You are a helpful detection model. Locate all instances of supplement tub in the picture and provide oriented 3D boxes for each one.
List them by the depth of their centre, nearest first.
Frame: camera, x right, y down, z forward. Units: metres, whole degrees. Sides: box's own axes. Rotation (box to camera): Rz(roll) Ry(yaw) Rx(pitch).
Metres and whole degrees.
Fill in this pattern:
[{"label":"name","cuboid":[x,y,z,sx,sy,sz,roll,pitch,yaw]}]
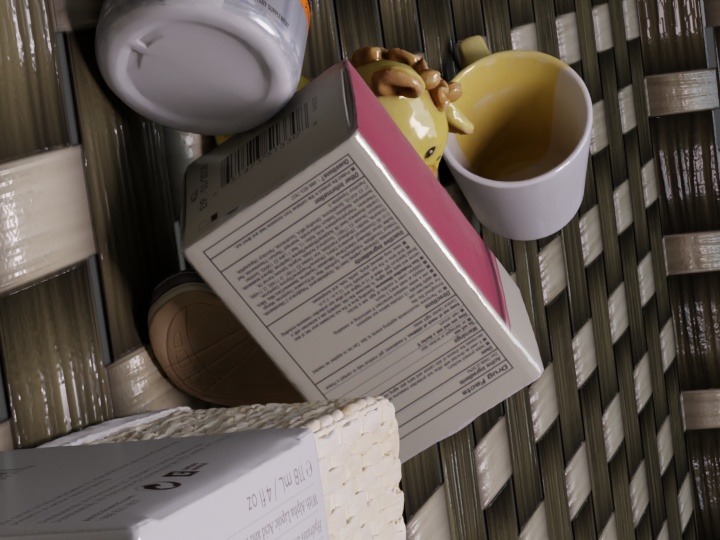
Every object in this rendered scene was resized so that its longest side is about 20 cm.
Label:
[{"label":"supplement tub","cuboid":[-0.083,-0.192,1.143,0.123,0.121,0.202,62,29,-50]}]

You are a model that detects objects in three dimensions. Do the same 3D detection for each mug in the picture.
[{"label":"mug","cuboid":[0.157,-0.122,1.838,0.154,0.148,0.188,69,29,-59]}]

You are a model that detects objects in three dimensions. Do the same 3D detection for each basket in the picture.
[{"label":"basket","cuboid":[-0.069,0.176,1.031,0.200,0.159,0.201,-12,96,-73]}]

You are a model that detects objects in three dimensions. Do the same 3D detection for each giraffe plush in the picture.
[{"label":"giraffe plush","cuboid":[-0.011,-0.081,1.265,0.173,0.160,0.202,-50,132,-65]}]

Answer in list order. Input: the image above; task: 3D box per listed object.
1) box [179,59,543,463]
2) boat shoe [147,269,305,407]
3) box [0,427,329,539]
[{"label":"box","cuboid":[0.000,0.000,1.142,0.200,0.127,0.109,51,14,-26]},{"label":"boat shoe","cuboid":[-0.074,0.044,1.204,0.200,0.072,0.065,36,26,-51]},{"label":"box","cuboid":[-0.130,0.152,0.782,0.199,0.198,0.132,-20,103,-71]}]
